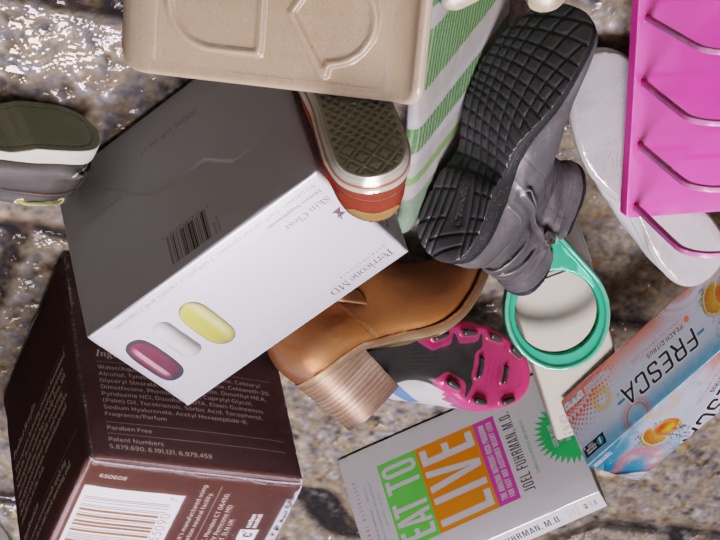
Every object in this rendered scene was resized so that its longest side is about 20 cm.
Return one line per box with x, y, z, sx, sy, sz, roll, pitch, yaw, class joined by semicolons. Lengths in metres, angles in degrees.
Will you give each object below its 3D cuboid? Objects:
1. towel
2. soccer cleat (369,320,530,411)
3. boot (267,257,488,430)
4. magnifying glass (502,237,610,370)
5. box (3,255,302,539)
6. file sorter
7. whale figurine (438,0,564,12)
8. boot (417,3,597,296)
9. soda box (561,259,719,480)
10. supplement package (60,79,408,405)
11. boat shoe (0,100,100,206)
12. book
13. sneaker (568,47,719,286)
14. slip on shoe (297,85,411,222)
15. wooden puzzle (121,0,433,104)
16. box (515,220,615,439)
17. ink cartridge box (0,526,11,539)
0.063;-0.145;1.464;0.023;0.153;0.201;22;139;17;towel
0.039;0.071;1.722;0.199;0.086;0.070;8;88;-31;soccer cleat
0.000;0.000;1.619;0.155;0.200;0.074;48;148;-9;boot
0.130;-0.023;1.601;0.079;0.022;0.201;-16;100;1;magnifying glass
-0.158;0.124;1.604;0.163;0.201;0.166;8;133;-23;box
0.271;-0.121;1.501;0.138;0.125;0.202;-4;111;-14;file sorter
0.113;-0.237;1.366;0.199;0.104;0.160;-29;146;-30;whale figurine
0.122;-0.085;1.518;0.131;0.070;0.201;16;108;-56;boot
0.249;0.074;1.669;0.063;0.069;0.200;18;128;-39;soda box
-0.091;-0.037;1.495;0.199;0.156;0.111;-35;135;18;supplement package
-0.275;-0.080;1.451;0.200;0.072;0.061;7;128;-28;boat shoe
0.092;0.179;1.798;0.199;0.134;0.048;-25;137;8;book
0.196;-0.079;1.615;0.075;0.088;0.201;-32;114;-7;sneaker
-0.007;-0.113;1.412;0.073;0.201;0.061;-9;140;-6;slip on shoe
-0.047;-0.206;1.346;0.198;0.046;0.187;9;112;8;wooden puzzle
0.158;0.039;1.715;0.068;0.083;0.201;-19;139;2;box
-0.364;0.235;1.738;0.145;0.084;0.201;-21;137;3;ink cartridge box
